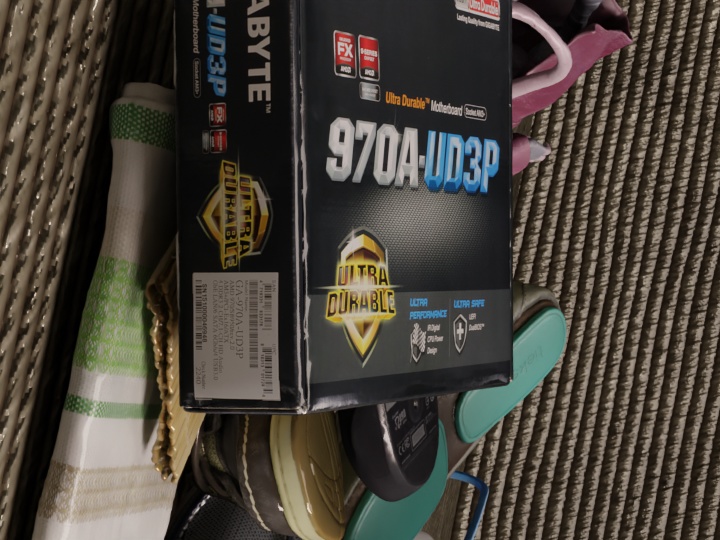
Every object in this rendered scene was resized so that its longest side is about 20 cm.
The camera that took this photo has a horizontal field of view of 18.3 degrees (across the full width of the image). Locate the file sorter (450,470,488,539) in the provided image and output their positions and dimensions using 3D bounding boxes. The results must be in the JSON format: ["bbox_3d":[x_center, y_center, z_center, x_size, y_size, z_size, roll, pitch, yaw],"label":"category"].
[{"bbox_3d":[-0.007,0.211,1.251,0.139,0.122,0.200,-55,155,-74],"label":"file sorter"}]

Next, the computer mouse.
[{"bbox_3d":[0.000,0.000,0.899,0.059,0.034,0.200,-37,124,-60],"label":"computer mouse"}]

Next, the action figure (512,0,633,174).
[{"bbox_3d":[0.076,-0.098,1.323,0.200,0.134,0.149,-50,-165,31],"label":"action figure"}]

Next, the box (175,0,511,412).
[{"bbox_3d":[0.000,-0.034,0.782,0.200,0.046,0.159,2,88,-66],"label":"box"}]

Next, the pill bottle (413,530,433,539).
[{"bbox_3d":[-0.036,0.213,1.061,0.113,0.113,0.200,50,52,-81],"label":"pill bottle"}]

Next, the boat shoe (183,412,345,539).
[{"bbox_3d":[-0.043,0.066,0.889,0.201,0.066,0.072,-92,172,-79],"label":"boat shoe"}]

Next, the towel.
[{"bbox_3d":[-0.085,0.041,0.783,0.149,0.031,0.200,31,72,-80],"label":"towel"}]

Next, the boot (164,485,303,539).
[{"bbox_3d":[-0.061,0.146,0.905,0.090,0.073,0.200,101,5,-56],"label":"boot"}]

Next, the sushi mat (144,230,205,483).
[{"bbox_3d":[-0.042,-0.022,0.817,0.200,0.012,0.096,-68,167,-48],"label":"sushi mat"}]

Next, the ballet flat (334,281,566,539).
[{"bbox_3d":[0.024,0.070,1.038,0.200,0.064,0.067,-44,141,-39],"label":"ballet flat"}]
